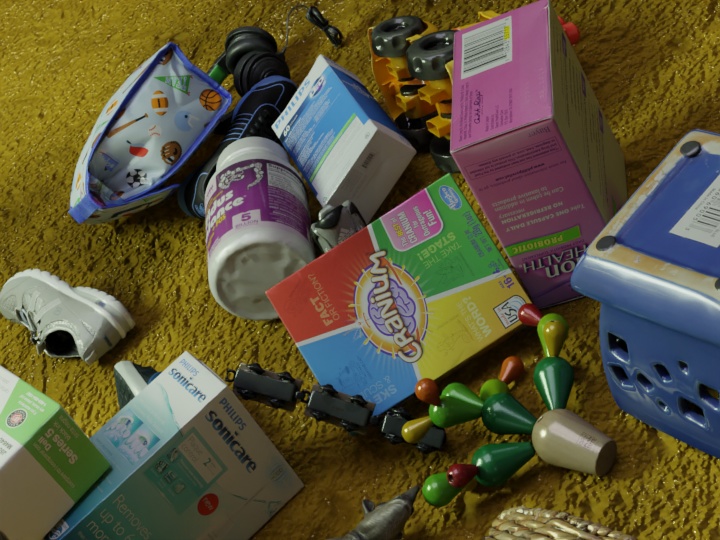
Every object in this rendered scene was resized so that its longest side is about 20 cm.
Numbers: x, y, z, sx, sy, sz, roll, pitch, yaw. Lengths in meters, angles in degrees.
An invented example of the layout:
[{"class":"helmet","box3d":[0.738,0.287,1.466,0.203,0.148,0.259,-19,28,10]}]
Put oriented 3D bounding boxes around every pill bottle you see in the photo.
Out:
[{"class":"pill bottle","box3d":[-0.107,-0.051,1.601,0.112,0.113,0.201,-25,37,11]}]

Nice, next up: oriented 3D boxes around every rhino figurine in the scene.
[{"class":"rhino figurine","box3d":[-0.018,0.243,1.229,0.200,0.060,0.088,-48,-5,-20]}]

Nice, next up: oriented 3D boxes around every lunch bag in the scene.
[{"class":"lunch bag","box3d":[-0.252,-0.139,1.760,0.200,0.124,0.170,-53,11,-15]}]

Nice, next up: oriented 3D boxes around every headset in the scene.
[{"class":"headset","box3d":[-0.116,-0.243,1.884,0.200,0.094,0.124,-43,38,14]}]

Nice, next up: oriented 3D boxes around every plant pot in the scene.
[{"class":"plant pot","box3d":[0.292,0.014,1.163,0.200,0.180,0.199,-46,37,-16]}]

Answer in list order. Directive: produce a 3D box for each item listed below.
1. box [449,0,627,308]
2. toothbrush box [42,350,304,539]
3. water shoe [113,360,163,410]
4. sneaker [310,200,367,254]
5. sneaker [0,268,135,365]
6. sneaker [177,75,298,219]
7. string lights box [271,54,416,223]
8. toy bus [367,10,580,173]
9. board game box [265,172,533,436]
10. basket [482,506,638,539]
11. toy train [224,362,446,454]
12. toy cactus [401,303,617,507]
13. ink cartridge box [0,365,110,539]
[{"class":"box","box3d":[0.163,-0.104,1.378,0.096,0.200,0.177,-18,39,21]},{"class":"toothbrush box","box3d":[-0.171,0.195,1.342,0.200,0.147,0.085,-42,37,-14]},{"class":"water shoe","box3d":[-0.176,0.138,1.496,0.078,0.072,0.200,-17,27,-25]},{"class":"sneaker","box3d":[0.000,0.000,1.457,0.075,0.116,0.200,-35,36,-3]},{"class":"sneaker","box3d":[-0.341,0.054,1.693,0.199,0.075,0.082,8,51,42]},{"class":"sneaker","box3d":[-0.125,-0.137,1.744,0.201,0.070,0.078,-55,27,-13]},{"class":"string lights box","box3d":[-0.022,-0.142,1.654,0.103,0.059,0.200,-54,33,16]},{"class":"toy bus","box3d":[0.125,-0.212,1.606,0.191,0.136,0.200,-28,31,-15]},{"class":"board game box","box3d":[0.038,0.031,1.381,0.199,0.040,0.154,-33,79,2]},{"class":"basket","box3d":[0.144,0.261,1.026,0.199,0.143,0.149,12,55,45]},{"class":"toy train","box3d":[-0.021,0.118,1.333,0.198,0.046,0.034,16,85,7]},{"class":"toy cactus","box3d":[0.133,0.115,1.258,0.164,0.103,0.200,21,53,37]},{"class":"ink cartridge box","box3d":[-0.330,0.186,1.277,0.200,0.084,0.145,-47,39,-19]}]
